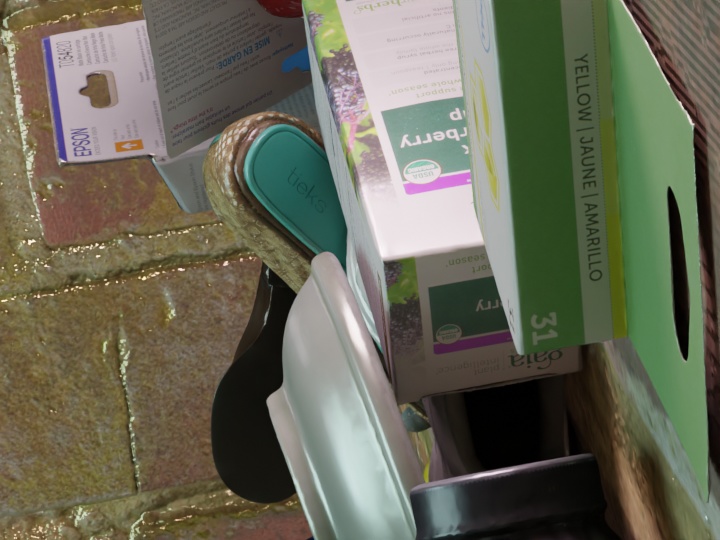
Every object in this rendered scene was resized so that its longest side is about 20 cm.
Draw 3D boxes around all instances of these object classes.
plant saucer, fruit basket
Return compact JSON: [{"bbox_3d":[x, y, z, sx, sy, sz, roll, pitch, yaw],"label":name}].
[{"bbox_3d":[0.002,0.093,1.188,0.200,0.050,0.200,160,90,-88],"label":"plant saucer"},{"bbox_3d":[-0.044,-0.177,1.323,0.094,0.185,0.200,22,129,36],"label":"fruit basket"}]

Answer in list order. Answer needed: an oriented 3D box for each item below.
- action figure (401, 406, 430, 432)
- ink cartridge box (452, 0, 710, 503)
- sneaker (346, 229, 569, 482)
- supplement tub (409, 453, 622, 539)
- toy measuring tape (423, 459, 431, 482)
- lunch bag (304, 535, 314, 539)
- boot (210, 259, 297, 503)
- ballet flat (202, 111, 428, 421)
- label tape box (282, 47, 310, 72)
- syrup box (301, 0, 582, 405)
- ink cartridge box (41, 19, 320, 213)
[{"bbox_3d":[0.040,0.009,1.428,0.200,0.055,0.118,94,168,-58],"label":"action figure"},{"bbox_3d":[0.069,-0.033,0.960,0.200,0.048,0.146,-103,5,-57],"label":"ink cartridge box"},{"bbox_3d":[0.052,0.028,1.248,0.099,0.078,0.200,106,145,-66],"label":"sneaker"},{"bbox_3d":[0.070,0.170,1.049,0.107,0.107,0.200,120,139,-83],"label":"supplement tub"},{"bbox_3d":[0.073,0.176,1.340,0.074,0.073,0.200,96,154,-75],"label":"toy measuring tape"},{"bbox_3d":[0.017,0.230,1.667,0.136,0.132,0.200,37,138,46],"label":"lunch bag"},{"bbox_3d":[-0.016,0.002,1.509,0.200,0.064,0.187,-66,-6,-63],"label":"boot"},{"bbox_3d":[0.000,0.000,1.342,0.200,0.071,0.065,50,160,-23],"label":"ballet flat"},{"bbox_3d":[-0.048,-0.200,1.427,0.063,0.144,0.200,-119,19,-77],"label":"label tape box"},{"bbox_3d":[0.032,-0.041,1.205,0.200,0.079,0.082,-106,7,-51],"label":"syrup box"},{"bbox_3d":[-0.058,-0.089,1.462,0.200,0.200,0.041,-108,9,-65],"label":"ink cartridge box"}]
